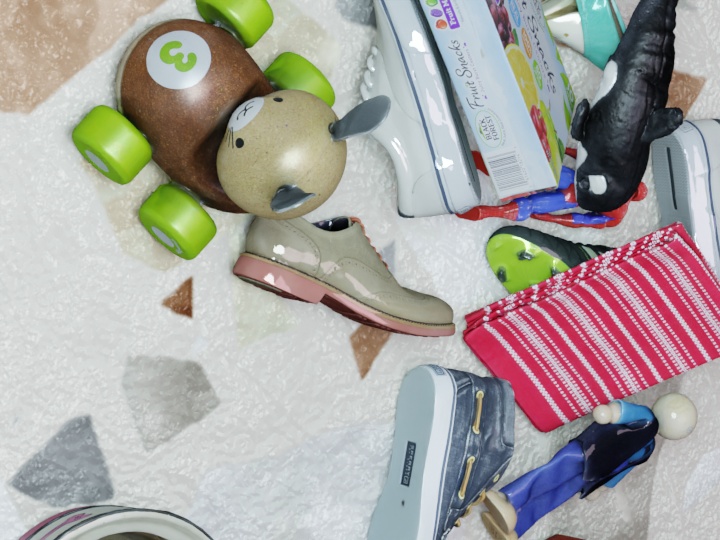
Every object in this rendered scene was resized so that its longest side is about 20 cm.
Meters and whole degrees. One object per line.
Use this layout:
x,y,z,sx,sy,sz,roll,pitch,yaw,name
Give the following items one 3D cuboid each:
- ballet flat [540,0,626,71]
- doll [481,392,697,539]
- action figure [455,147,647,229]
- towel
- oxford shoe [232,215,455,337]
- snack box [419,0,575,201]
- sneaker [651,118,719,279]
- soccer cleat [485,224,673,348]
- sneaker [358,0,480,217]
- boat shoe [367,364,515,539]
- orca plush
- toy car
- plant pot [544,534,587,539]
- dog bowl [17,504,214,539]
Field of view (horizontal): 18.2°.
0.160,-0.227,1.757,0.070,0.067,0.201,-21,115,-2,ballet flat
0.191,0.159,1.852,0.199,0.049,0.137,-31,149,-14,doll
0.159,-0.066,1.798,0.199,0.052,0.066,2,106,-39,action figure
0.197,0.051,1.794,0.199,0.023,0.145,-25,126,20,towel
0.000,0.000,1.695,0.199,0.070,0.075,21,85,-37,oxford shoe
0.101,-0.174,1.682,0.143,0.053,0.201,-74,145,-56,snack box
0.292,-0.030,1.882,0.070,0.073,0.201,-14,109,-27,sneaker
0.184,0.008,1.829,0.199,0.067,0.081,29,46,-23,soccer cleat
0.030,-0.133,1.673,0.070,0.073,0.201,-15,97,11,sneaker
0.069,0.177,1.783,0.090,0.071,0.202,8,96,-33,boat shoe
0.231,-0.132,1.742,0.105,0.071,0.201,26,91,-55,orca plush
-0.069,-0.094,1.542,0.164,0.200,0.158,-49,123,-14,toy car
0.184,0.332,1.839,0.176,0.199,0.200,-49,124,-30,plant pot
-0.189,0.259,1.628,0.199,0.074,0.202,-8,106,-32,dog bowl
